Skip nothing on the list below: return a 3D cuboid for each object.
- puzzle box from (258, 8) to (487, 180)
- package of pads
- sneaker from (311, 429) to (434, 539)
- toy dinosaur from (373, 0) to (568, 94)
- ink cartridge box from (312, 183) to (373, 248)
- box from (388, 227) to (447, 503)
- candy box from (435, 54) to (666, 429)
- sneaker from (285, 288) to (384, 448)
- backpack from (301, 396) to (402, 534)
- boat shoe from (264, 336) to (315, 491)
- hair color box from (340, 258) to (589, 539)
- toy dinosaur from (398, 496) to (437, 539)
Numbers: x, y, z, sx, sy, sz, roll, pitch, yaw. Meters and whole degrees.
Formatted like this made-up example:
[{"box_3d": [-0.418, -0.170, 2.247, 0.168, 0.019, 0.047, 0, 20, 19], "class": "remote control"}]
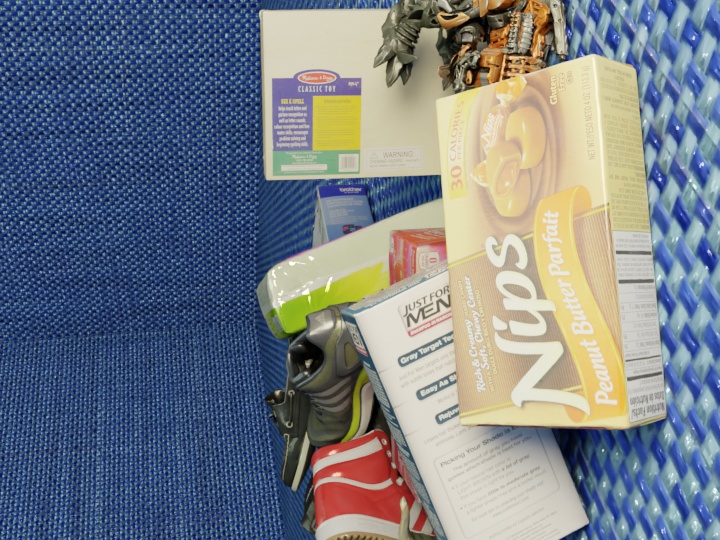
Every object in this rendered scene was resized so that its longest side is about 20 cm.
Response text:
[{"box_3d": [0.016, -0.145, 0.773, 0.025, 0.195, 0.136, -121, 30, -68], "class": "puzzle box"}, {"box_3d": [0.000, 0.000, 0.901, 0.154, 0.197, 0.069, 147, 101, -78], "class": "package of pads"}, {"box_3d": [0.036, 0.211, 0.835, 0.071, 0.198, 0.114, -40, 42, 26], "class": "sneaker"}, {"box_3d": [0.094, -0.180, 0.682, 0.134, 0.101, 0.204, -15, 58, 48], "class": "toy dinosaur"}, {"box_3d": [-0.023, -0.027, 1.343, 0.138, 0.075, 0.202, 99, 162, -47], "class": "ink cartridge box"}, {"box_3d": [0.081, 0.071, 0.760, 0.095, 0.100, 0.205, -141, 49, -75], "class": "box"}, {"box_3d": [0.110, -0.011, 0.560, 0.114, 0.055, 0.205, -7, 86, 44], "class": "candy box"}, {"box_3d": [-0.028, 0.088, 0.814, 0.202, 0.079, 0.075, 107, 155, -46], "class": "sneaker"}, {"box_3d": [0.022, 0.180, 0.973, 0.190, 0.151, 0.204, 142, 140, -74], "class": "backpack"}, {"box_3d": [-0.069, 0.134, 1.006, 0.075, 0.065, 0.203, -60, -18, -72], "class": "boat shoe"}, {"box_3d": [0.072, 0.101, 0.659, 0.060, 0.098, 0.203, -172, 59, -79], "class": "hair color box"}, {"box_3d": [0.069, 0.240, 0.730, 0.200, 0.047, 0.090, 40, -137, -54], "class": "toy dinosaur"}]
